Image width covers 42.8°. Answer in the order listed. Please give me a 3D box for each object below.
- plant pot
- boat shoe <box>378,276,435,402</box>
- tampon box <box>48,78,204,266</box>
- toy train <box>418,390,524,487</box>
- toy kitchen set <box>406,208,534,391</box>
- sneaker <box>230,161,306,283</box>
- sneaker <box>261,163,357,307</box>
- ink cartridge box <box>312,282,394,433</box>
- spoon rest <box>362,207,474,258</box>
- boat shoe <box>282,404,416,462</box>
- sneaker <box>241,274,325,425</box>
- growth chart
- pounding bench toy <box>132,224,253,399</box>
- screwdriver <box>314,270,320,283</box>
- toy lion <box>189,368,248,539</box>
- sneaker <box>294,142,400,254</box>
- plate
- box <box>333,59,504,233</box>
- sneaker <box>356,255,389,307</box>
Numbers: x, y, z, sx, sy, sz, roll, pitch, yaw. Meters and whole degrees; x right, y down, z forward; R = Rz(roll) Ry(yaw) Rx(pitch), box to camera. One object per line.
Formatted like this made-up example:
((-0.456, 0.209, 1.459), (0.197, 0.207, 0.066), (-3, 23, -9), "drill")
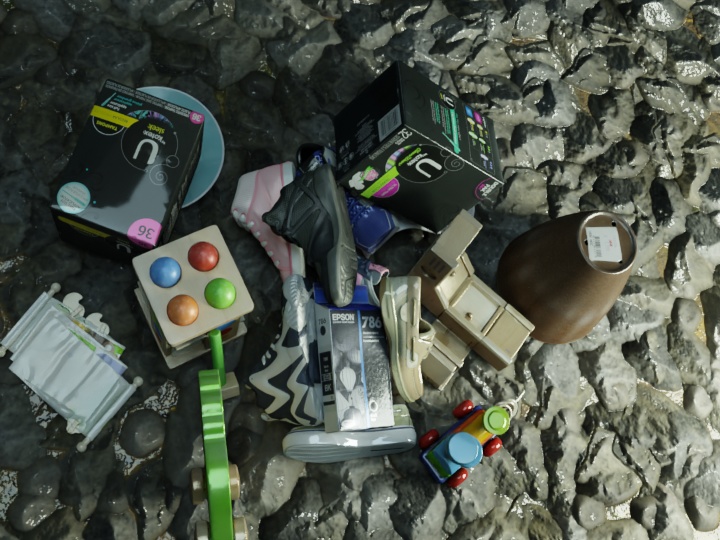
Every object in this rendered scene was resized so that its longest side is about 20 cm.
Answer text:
((0.320, -0.007, 1.359), (0.183, 0.200, 0.191), (4, 71, -11), "plant pot")
((0.072, 0.098, 1.278), (0.063, 0.204, 0.073), (-7, 29, 9), "boat shoe")
((-0.317, -0.127, 1.268), (0.147, 0.126, 0.204), (19, 69, -5), "tampon box")
((0.180, 0.215, 1.299), (0.199, 0.116, 0.085), (-36, 83, -20), "toy train")
((0.148, 0.064, 1.308), (0.199, 0.181, 0.164), (40, 69, 2), "toy kitchen set")
((-0.135, -0.054, 1.346), (0.102, 0.075, 0.205), (-8, 81, 1), "sneaker")
((-0.068, -0.038, 1.256), (0.112, 0.076, 0.204), (-17, 71, 17), "sneaker")
((-0.009, 0.114, 1.244), (0.098, 0.039, 0.205), (2, 76, -38), "ink cartridge box")
((0.089, -0.082, 1.407), (0.197, 0.061, 0.101), (-26, 79, -18), "spoon rest")
((-0.017, 0.226, 1.285), (0.196, 0.072, 0.063), (1, 58, -23), "boat shoe")
((-0.114, 0.114, 1.259), (0.127, 0.079, 0.204), (-11, 92, 26), "sneaker")
((-0.394, 0.125, 1.254), (0.200, 0.018, 0.145), (45, 68, 4), "growth chart")
((-0.212, 0.069, 1.238), (0.122, 0.156, 0.203), (-23, 78, -19), "pounding bench toy")
((-0.048, 0.093, 1.334), (0.028, 0.028, 0.204), (-12, 69, 14), "screwdriver")
((-0.185, 0.232, 1.161), (0.067, 0.200, 0.196), (-4, 110, -11), "toy lion")
((-0.039, -0.114, 1.336), (0.081, 0.115, 0.200), (-44, 64, 14), "sneaker")
((-0.302, -0.179, 1.371), (0.196, 0.026, 0.205), (4, 72, -12), "plate")
((0.082, -0.170, 1.301), (0.198, 0.148, 0.126), (24, 48, -35), "box")
((0.000, 0.000, 1.340), (0.201, 0.082, 0.070), (51, 38, 3), "sneaker")
